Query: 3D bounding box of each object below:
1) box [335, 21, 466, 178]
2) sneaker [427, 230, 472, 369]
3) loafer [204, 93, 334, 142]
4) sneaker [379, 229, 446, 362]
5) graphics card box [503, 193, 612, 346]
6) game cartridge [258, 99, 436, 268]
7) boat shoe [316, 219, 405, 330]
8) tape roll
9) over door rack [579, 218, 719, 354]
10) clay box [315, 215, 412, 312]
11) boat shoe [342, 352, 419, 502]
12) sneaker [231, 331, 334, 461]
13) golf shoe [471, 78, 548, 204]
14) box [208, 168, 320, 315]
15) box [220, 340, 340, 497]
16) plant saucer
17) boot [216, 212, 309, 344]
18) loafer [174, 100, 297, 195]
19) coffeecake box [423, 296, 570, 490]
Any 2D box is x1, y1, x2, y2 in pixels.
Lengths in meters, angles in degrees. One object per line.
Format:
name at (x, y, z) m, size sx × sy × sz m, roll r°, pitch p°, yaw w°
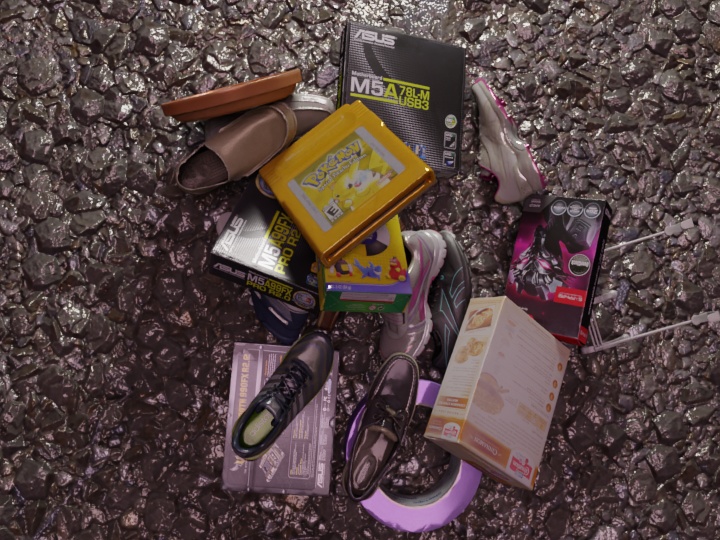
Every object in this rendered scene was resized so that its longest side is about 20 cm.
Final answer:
box at (0.060, -0.251, 0.935) m, size 0.194 × 0.047 × 0.200 m, roll 7°, pitch 86°, yaw -16°
sneaker at (0.126, 0.044, 0.914) m, size 0.077 × 0.075 × 0.207 m, roll -9°, pitch 85°, yaw -3°
loafer at (-0.131, -0.205, 0.916) m, size 0.194 × 0.071 × 0.071 m, roll -13°, pitch 54°, yaw 2°
sneaker at (0.055, 0.034, 0.886) m, size 0.087 × 0.080 × 0.207 m, roll 15°, pitch 84°, yaw -44°
graphics card box at (0.283, -0.005, 0.912) m, size 0.123 × 0.050 × 0.206 m, roll 10°, pitch 81°, yaw 37°
game cartridge at (-0.024, -0.123, 0.809) m, size 0.175 × 0.033 × 0.201 m, roll -37°, pitch 53°, yaw -3°
boat shoe at (0.000, 0.000, 0.909) m, size 0.066 × 0.072 × 0.204 m, roll 28°, pitch 80°, yaw 0°
tape roll at (0.074, 0.258, 0.893) m, size 0.193 × 0.066 × 0.207 m, roll 1°, pitch 84°, yaw -5°
over door rack at (0.406, 0.029, 0.931) m, size 0.195 × 0.066 × 0.152 m, roll -17°, pitch 85°, yaw 15°
clay box at (-0.004, -0.042, 0.827) m, size 0.111 × 0.048 × 0.205 m, roll 2°, pitch 54°, yaw -15°
boat shoe at (0.030, 0.209, 0.829) m, size 0.070 × 0.065 × 0.205 m, roll 24°, pitch 83°, yaw -1°
sneaker at (-0.101, 0.170, 0.831) m, size 0.073 × 0.081 × 0.202 m, roll 35°, pitch 83°, yaw 0°
golf shoe at (0.203, -0.194, 0.945) m, size 0.090 × 0.075 × 0.205 m, roll -32°, pitch 69°, yaw 25°
box at (-0.100, -0.052, 0.867) m, size 0.156 × 0.045 × 0.203 m, roll 22°, pitch 47°, yaw -3°
box at (-0.111, 0.209, 0.892) m, size 0.153 × 0.048 × 0.207 m, roll 4°, pitch 84°, yaw -3°
plant saucer at (-0.174, -0.238, 0.862) m, size 0.194 × 0.201 × 0.033 m, roll -16°, pitch 109°, yaw -5°
boot at (-0.148, 0.011, 0.896) m, size 0.072 × 0.092 × 0.200 m, roll -18°, pitch 56°, yaw -45°
loafer at (-0.172, -0.159, 0.857) m, size 0.197 × 0.069 × 0.077 m, roll -31°, pitch 106°, yaw 12°
coffeecake box at (0.190, 0.164, 0.848) m, size 0.152 × 0.072 × 0.204 m, roll 35°, pitch 67°, yaw -26°
